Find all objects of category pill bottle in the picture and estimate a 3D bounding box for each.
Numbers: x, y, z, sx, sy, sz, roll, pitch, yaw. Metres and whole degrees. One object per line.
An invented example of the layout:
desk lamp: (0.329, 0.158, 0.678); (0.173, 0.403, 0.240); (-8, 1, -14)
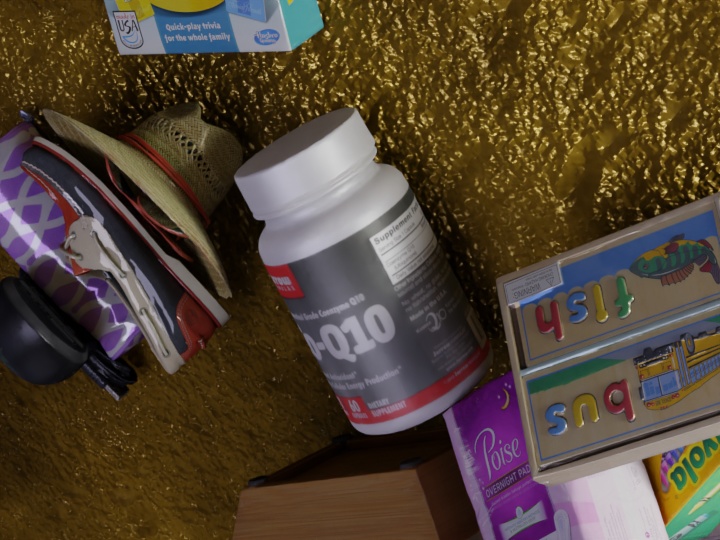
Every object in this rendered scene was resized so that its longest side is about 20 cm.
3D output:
pill bottle: (0.000, 0.000, 1.142); (0.113, 0.114, 0.201); (-17, 108, 40)

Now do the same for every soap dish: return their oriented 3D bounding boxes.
soap dish: (0.019, 0.168, 1.218); (0.199, 0.157, 0.082); (-12, 95, 38)

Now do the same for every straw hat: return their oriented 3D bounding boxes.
straw hat: (-0.131, -0.075, 1.197); (0.201, 0.085, 0.201); (43, 170, 9)

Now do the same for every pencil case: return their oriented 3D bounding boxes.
pencil case: (-0.229, -0.023, 1.308); (0.200, 0.084, 0.085); (50, 171, 0)

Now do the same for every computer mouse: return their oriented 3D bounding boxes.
computer mouse: (-0.248, 0.054, 1.302); (0.053, 0.200, 0.139); (-42, 87, 1)

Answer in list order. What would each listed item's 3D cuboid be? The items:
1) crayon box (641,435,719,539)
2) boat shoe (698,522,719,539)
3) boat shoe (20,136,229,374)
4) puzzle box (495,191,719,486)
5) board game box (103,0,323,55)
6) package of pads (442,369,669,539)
crayon box: (0.216, 0.069, 1.043); (0.119, 0.058, 0.201); (63, 141, 32)
boat shoe: (0.278, 0.131, 1.073); (0.199, 0.071, 0.070); (-25, 106, 48)
boat shoe: (-0.185, -0.013, 1.239); (0.200, 0.063, 0.071); (47, 172, -7)
puzzle box: (0.178, 0.036, 0.975); (0.199, 0.025, 0.134); (-23, 64, 29)
board game box: (-0.119, -0.246, 1.111); (0.150, 0.047, 0.202); (3, 120, 32)
package of pads: (0.132, 0.158, 1.066); (0.120, 0.075, 0.202); (-40, 61, 50)
